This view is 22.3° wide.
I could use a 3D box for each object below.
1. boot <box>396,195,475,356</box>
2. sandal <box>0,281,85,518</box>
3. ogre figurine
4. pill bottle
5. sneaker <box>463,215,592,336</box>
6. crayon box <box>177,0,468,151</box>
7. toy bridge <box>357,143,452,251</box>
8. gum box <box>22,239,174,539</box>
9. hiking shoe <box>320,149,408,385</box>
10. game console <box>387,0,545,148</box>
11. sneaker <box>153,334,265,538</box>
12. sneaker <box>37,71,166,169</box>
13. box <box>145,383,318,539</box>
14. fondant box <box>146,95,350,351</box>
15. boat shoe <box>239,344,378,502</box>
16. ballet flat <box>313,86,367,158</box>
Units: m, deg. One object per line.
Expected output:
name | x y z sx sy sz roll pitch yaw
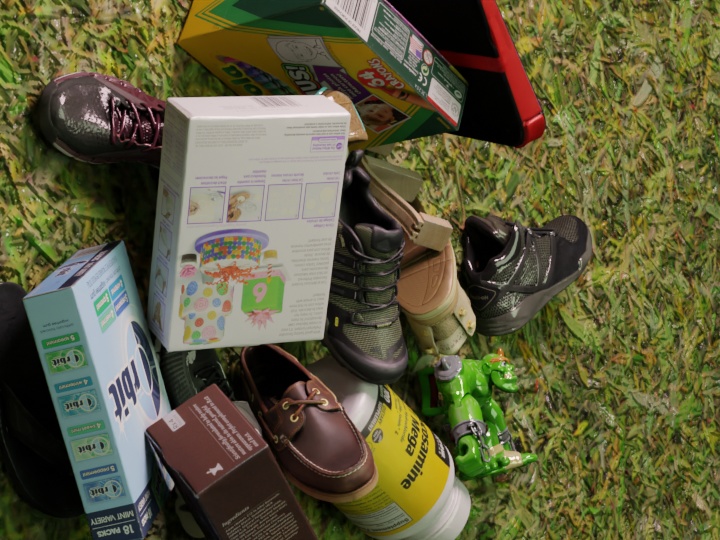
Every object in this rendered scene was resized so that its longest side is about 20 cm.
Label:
boot | 0.067 0.026 1.724 0.156 0.072 0.200 64 -1 -34
sandal | -0.252 0.106 1.429 0.075 0.048 0.202 -36 113 -45
ogre figurine | 0.112 0.143 1.802 0.200 0.098 0.121 -3 73 -58
pill bottle | 0.015 0.176 1.683 0.200 0.112 0.113 47 53 -36
sneaker | 0.174 -0.027 1.918 0.199 0.076 0.115 -38 121 -38
crayon box | -0.032 -0.183 1.621 0.200 0.172 0.059 39 55 -39
toy bridge | 0.024 -0.087 1.701 0.067 0.200 0.027 16 116 -26
gum box | -0.197 0.093 1.436 0.170 0.044 0.201 -68 144 -76
hiking shoe | 0.000 0.000 1.594 0.075 0.101 0.201 -16 82 -31
game console | 0.077 -0.199 1.671 0.031 0.200 0.178 -37 120 -25
sneaker | -0.120 0.127 1.547 0.066 0.090 0.201 -12 95 -50
sneaker | -0.160 -0.125 1.509 0.199 0.115 0.076 9 79 -49
box | -0.088 0.198 1.458 0.075 0.100 0.201 -35 131 -11
fondant box | -0.093 -0.039 1.495 0.143 0.058 0.201 -4 112 -28
boat shoe | -0.052 0.125 1.556 0.070 0.200 0.071 -26 123 -21
ballet flat | -0.069 -0.066 1.568 0.072 0.068 0.200 44 92 4
